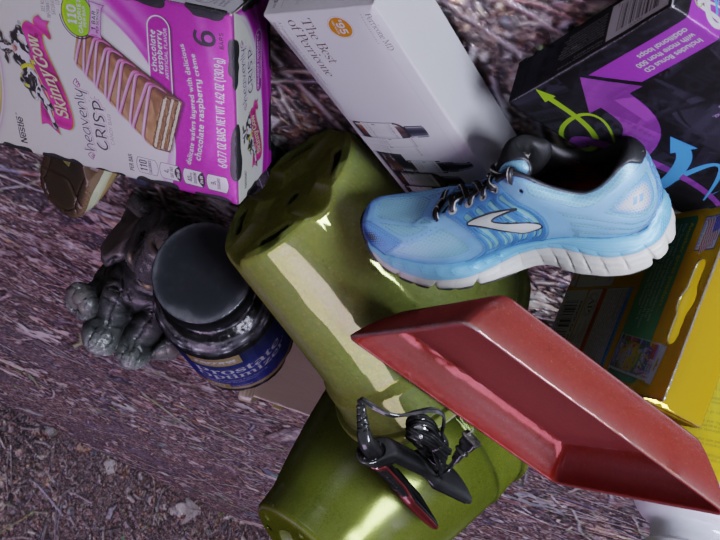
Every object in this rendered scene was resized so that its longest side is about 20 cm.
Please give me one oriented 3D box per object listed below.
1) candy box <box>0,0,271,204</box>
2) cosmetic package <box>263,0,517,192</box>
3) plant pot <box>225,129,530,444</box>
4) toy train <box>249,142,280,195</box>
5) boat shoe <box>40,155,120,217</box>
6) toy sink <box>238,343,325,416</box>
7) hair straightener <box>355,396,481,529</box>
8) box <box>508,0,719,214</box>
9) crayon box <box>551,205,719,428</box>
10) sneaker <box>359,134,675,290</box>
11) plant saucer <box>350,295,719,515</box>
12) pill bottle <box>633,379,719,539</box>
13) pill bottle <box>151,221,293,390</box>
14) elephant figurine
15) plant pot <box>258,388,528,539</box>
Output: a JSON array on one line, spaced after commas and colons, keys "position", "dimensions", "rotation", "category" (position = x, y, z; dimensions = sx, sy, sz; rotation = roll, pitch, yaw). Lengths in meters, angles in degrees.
[{"position": [-0.160, -0.136, 0.671], "dimensions": [0.196, 0.061, 0.138], "rotation": [14, 129, 14], "category": "candy box"}, {"position": [0.028, -0.116, 0.641], "dimensions": [0.081, 0.051, 0.200], "rotation": [3, 153, 34], "category": "cosmetic package"}, {"position": [0.000, 0.000, 0.785], "dimensions": [0.184, 0.202, 0.199], "rotation": [44, 150, -26], "category": "plant pot"}, {"position": [-0.062, -0.037, 0.865], "dimensions": [0.045, 0.034, 0.202], "rotation": [-10, 131, 15], "category": "toy train"}, {"position": [-0.194, -0.127, 0.792], "dimensions": [0.072, 0.076, 0.200], "rotation": [47, 135, 1], "category": "boat shoe"}, {"position": [-0.066, 0.097, 1.095], "dimensions": [0.196, 0.114, 0.130], "rotation": [19, 177, 3], "category": "toy sink"}, {"position": [0.047, 0.130, 0.736], "dimensions": [0.041, 0.076, 0.201], "rotation": [55, 180, 39], "category": "hair straightener"}, {"position": [0.204, -0.084, 0.583], "dimensions": [0.197, 0.037, 0.142], "rotation": [26, 158, -20], "category": "box"}, {"position": [0.194, 0.031, 0.677], "dimensions": [0.051, 0.128, 0.200], "rotation": [25, 173, -9], "category": "crayon box"}, {"position": [0.091, -0.049, 0.630], "dimensions": [0.196, 0.079, 0.091], "rotation": [-6, 130, 20], "category": "sneaker"}, {"position": [0.108, 0.079, 0.645], "dimensions": [0.198, 0.037, 0.200], "rotation": [36, 163, -13], "category": "plant saucer"}, {"position": [0.279, 0.149, 0.800], "dimensions": [0.110, 0.203, 0.112], "rotation": [17, 158, 7], "category": "pill bottle"}, {"position": [-0.123, 0.033, 0.901], "dimensions": [0.110, 0.114, 0.200], "rotation": [16, 163, 8], "category": "pill bottle"}, {"position": [-0.200, -0.009, 1.008], "dimensions": [0.140, 0.156, 0.201], "rotation": [-1, 135, -42], "category": "elephant figurine"}, {"position": [0.016, 0.186, 0.898], "dimensions": [0.199, 0.193, 0.202], "rotation": [34, 152, 20], "category": "plant pot"}]
